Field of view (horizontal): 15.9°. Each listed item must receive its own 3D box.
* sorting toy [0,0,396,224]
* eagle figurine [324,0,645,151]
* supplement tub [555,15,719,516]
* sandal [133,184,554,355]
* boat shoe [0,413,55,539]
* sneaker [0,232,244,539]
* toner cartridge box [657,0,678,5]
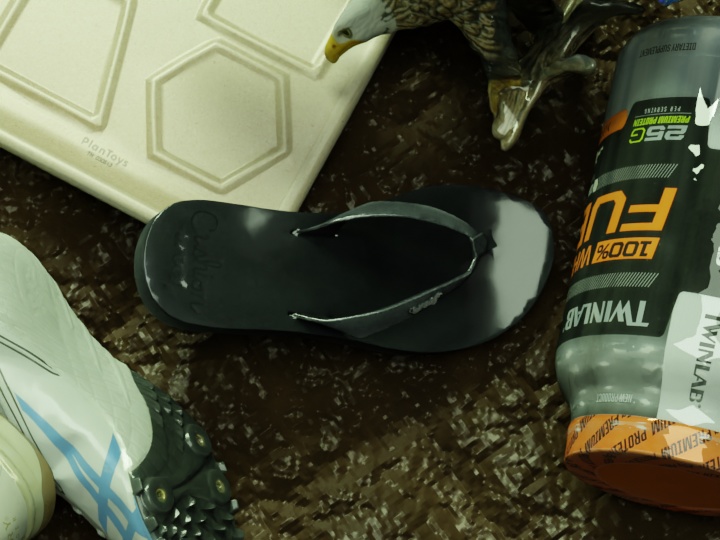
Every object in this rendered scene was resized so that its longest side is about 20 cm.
[{"bbox_3d":[-0.084,-0.116,1.209,0.184,0.037,0.201,27,70,5],"label":"sorting toy"},{"bbox_3d":[0.020,-0.151,1.144,0.151,0.152,0.200,-44,101,-1],"label":"eagle figurine"},{"bbox_3d":[0.155,0.000,1.138,0.122,0.123,0.202,12,73,1],"label":"supplement tub"},{"bbox_3d":[0.000,0.001,1.149,0.199,0.043,0.077,-4,82,-22],"label":"sandal"},{"bbox_3d":[-0.225,0.060,1.113,0.200,0.072,0.065,37,40,14],"label":"boat shoe"},{"bbox_3d":[-0.126,0.073,1.140,0.072,0.072,0.200,-41,88,32],"label":"sneaker"},{"bbox_3d":[0.178,-0.183,1.128,0.199,0.043,0.095,-21,56,-34],"label":"toner cartridge box"}]
